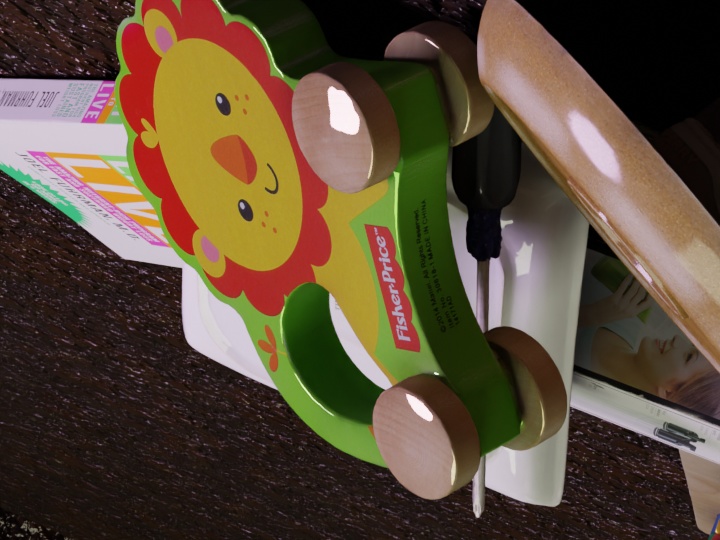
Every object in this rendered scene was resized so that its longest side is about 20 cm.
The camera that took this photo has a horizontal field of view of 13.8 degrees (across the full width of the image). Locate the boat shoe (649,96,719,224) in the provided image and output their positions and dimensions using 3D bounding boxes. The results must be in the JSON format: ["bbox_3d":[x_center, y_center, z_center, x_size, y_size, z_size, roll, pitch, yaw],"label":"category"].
[{"bbox_3d":[0.180,-0.003,1.075,0.200,0.072,0.072,46,-177,-36],"label":"boat shoe"}]

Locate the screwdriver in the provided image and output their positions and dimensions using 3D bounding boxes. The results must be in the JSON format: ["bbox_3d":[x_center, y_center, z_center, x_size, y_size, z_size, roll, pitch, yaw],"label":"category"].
[{"bbox_3d":[0.049,0.011,1.161,0.028,0.201,0.029,-8,-158,-17],"label":"screwdriver"}]

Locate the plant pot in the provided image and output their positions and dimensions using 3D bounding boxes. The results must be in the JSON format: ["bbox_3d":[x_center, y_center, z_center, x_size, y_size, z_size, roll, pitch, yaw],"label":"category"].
[{"bbox_3d":[0.102,-0.015,1.047,0.200,0.027,0.200,51,-178,-3],"label":"plant pot"}]

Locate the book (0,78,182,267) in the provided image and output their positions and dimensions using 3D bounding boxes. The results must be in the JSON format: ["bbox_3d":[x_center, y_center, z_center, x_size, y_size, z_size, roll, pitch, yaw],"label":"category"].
[{"bbox_3d":[-0.105,-0.049,1.442,0.133,0.048,0.200,36,164,-30],"label":"book"}]

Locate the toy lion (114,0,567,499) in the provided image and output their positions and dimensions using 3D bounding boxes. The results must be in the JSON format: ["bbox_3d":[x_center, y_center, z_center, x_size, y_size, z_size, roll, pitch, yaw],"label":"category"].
[{"bbox_3d":[-0.022,-0.022,1.163,0.191,0.069,0.201,7,118,51],"label":"toy lion"}]

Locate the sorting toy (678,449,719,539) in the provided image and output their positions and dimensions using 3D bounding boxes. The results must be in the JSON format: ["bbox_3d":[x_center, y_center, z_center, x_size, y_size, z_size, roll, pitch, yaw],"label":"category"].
[{"bbox_3d":[0.263,0.165,1.596,0.199,0.070,0.199,19,166,15],"label":"sorting toy"}]

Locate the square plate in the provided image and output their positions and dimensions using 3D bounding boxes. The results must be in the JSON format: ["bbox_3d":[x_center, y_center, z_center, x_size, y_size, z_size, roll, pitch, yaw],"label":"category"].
[{"bbox_3d":[0.000,0.000,1.247,0.197,0.028,0.201,25,138,22],"label":"square plate"}]

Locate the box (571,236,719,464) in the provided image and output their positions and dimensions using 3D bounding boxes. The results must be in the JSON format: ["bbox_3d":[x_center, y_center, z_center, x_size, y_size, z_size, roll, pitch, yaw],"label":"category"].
[{"bbox_3d":[0.111,0.029,1.321,0.199,0.060,0.117,21,172,8],"label":"box"}]
